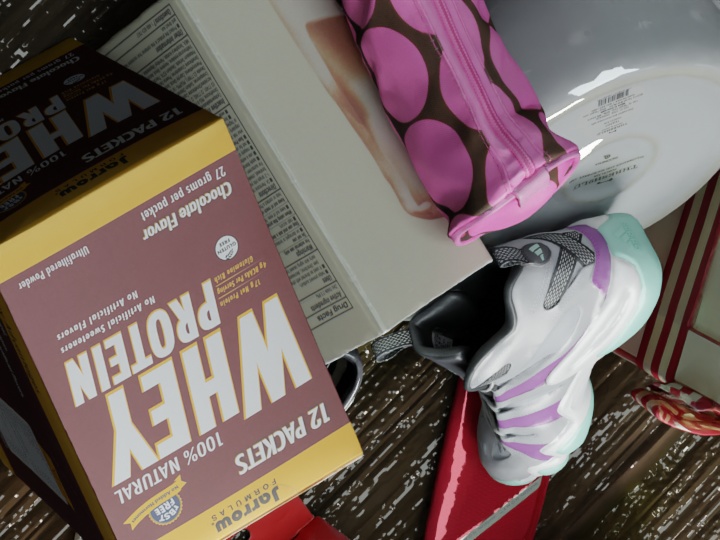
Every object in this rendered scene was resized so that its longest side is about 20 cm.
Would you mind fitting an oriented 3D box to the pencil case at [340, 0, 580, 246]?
[{"bbox_3d":[0.036,-0.115,1.452,0.091,0.094,0.201,-28,90,-23],"label":"pencil case"}]

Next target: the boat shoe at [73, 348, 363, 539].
[{"bbox_3d":[-0.076,0.104,1.606,0.200,0.063,0.073,-46,118,-8],"label":"boat shoe"}]

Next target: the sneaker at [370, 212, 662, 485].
[{"bbox_3d":[0.065,0.047,1.601,0.139,0.078,0.200,-6,138,-29],"label":"sneaker"}]

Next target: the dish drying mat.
[{"bbox_3d":[0.089,0.072,1.708,0.076,0.018,0.201,9,101,-28],"label":"dish drying mat"}]

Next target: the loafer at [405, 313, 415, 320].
[{"bbox_3d":[0.000,0.000,1.606,0.199,0.063,0.072,11,127,-26],"label":"loafer"}]

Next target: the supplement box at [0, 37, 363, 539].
[{"bbox_3d":[-0.127,0.016,1.475,0.132,0.200,0.198,-30,117,-16],"label":"supplement box"}]

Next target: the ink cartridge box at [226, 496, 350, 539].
[{"bbox_3d":[-0.025,0.225,1.666,0.116,0.067,0.200,-40,118,-11],"label":"ink cartridge box"}]

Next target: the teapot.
[{"bbox_3d":[0.100,-0.107,1.593,0.199,0.146,0.197,9,135,-47],"label":"teapot"}]

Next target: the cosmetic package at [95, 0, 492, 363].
[{"bbox_3d":[-0.034,-0.059,1.506,0.087,0.103,0.201,-32,93,-34],"label":"cosmetic package"}]

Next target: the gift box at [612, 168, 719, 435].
[{"bbox_3d":[0.250,0.012,1.673,0.184,0.200,0.188,12,101,-24],"label":"gift box"}]
